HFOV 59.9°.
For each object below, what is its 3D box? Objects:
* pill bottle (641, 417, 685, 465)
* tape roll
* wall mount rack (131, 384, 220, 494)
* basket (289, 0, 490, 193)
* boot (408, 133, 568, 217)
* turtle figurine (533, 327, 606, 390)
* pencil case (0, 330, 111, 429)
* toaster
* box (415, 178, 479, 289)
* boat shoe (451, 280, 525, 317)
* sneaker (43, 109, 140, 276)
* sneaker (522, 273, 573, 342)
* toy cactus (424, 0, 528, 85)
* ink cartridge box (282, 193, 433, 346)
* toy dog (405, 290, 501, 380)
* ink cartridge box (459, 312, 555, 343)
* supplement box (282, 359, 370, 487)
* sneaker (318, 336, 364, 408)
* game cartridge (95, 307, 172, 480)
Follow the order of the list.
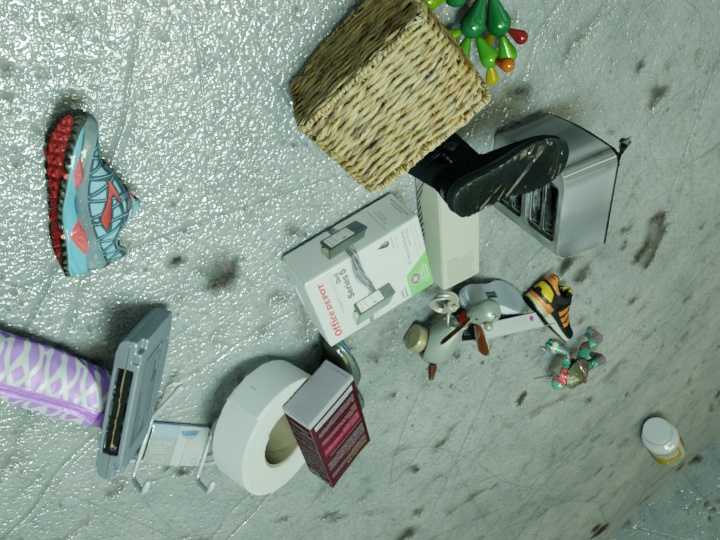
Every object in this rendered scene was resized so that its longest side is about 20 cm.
[{"bbox_3d":[0.960,0.540,1.987,0.111,0.111,0.200,-45,135,1],"label":"pill bottle"},{"bbox_3d":[-0.140,0.249,0.999,0.202,0.070,0.205,-36,138,-41],"label":"tape roll"},{"bbox_3d":[-0.266,0.255,0.968,0.199,0.074,0.176,18,91,-43],"label":"wall mount rack"},{"bbox_3d":[0.030,-0.224,0.767,0.199,0.144,0.149,-39,130,20],"label":"basket"},{"bbox_3d":[0.171,-0.167,0.898,0.198,0.168,0.077,-25,132,-10],"label":"boot"},{"bbox_3d":[0.486,0.225,1.452,0.199,0.101,0.151,-27,133,-23],"label":"turtle figurine"},{"bbox_3d":[-0.406,0.134,0.775,0.199,0.085,0.084,32,95,-45],"label":"pencil case"},{"bbox_3d":[0.313,-0.143,1.006,0.118,0.181,0.202,-23,132,-17],"label":"toaster"},{"bbox_3d":[0.144,-0.074,1.018,0.081,0.068,0.202,-24,131,-19],"label":"box"},{"bbox_3d":[0.238,0.066,1.188,0.199,0.071,0.066,-2,152,-47],"label":"boat shoe"},{"bbox_3d":[-0.300,-0.090,0.708,0.095,0.079,0.202,-14,137,-38],"label":"sneaker"},{"bbox_3d":[0.421,0.080,1.316,0.090,0.070,0.200,-45,133,6],"label":"sneaker"},{"bbox_3d":[0.159,-0.349,0.828,0.198,0.102,0.167,14,102,-29],"label":"toy cactus"},{"bbox_3d":[0.000,0.000,0.959,0.199,0.084,0.146,-31,134,-12],"label":"ink cartridge box"},{"bbox_3d":[0.162,0.128,1.105,0.130,0.097,0.201,8,147,-14],"label":"toy dog"},{"bbox_3d":[0.273,0.110,1.217,0.198,0.094,0.038,-6,83,-28],"label":"ink cartridge box"},{"bbox_3d":[-0.050,0.252,1.016,0.109,0.060,0.201,-45,143,-29],"label":"supplement box"},{"bbox_3d":[-0.045,0.189,1.071,0.081,0.073,0.202,-24,131,-16],"label":"sneaker"},{"bbox_3d":[-0.299,0.157,0.834,0.040,0.133,0.202,17,107,0],"label":"game cartridge"}]
